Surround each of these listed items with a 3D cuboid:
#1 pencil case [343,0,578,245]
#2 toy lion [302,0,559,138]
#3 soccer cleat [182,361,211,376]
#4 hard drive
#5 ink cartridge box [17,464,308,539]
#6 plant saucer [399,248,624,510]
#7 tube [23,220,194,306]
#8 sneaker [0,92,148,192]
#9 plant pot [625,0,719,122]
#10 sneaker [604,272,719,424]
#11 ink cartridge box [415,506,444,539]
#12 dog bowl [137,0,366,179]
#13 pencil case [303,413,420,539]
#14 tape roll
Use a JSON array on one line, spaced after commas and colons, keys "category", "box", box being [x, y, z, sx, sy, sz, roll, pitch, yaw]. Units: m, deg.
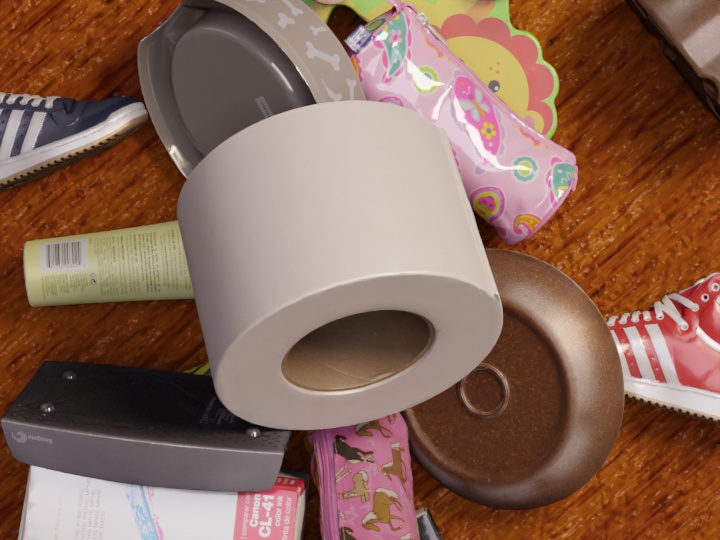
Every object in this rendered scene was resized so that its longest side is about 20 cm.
[{"category": "pencil case", "box": [0.069, -0.111, 1.340, 0.200, 0.087, 0.088, 43, 90, -6]}, {"category": "toy lion", "box": [0.053, -0.156, 1.400, 0.198, 0.069, 0.194, 0, 97, 1]}, {"category": "soccer cleat", "box": [-0.091, 0.083, 1.403, 0.198, 0.065, 0.084, -12, 59, 5]}, {"category": "hard drive", "box": [-0.145, 0.111, 1.303, 0.198, 0.135, 0.043, 6, 108, 3]}, {"category": "ink cartridge box", "box": [-0.141, 0.183, 1.350, 0.198, 0.148, 0.087, 8, 89, 0]}, {"category": "plant saucer", "box": [0.097, 0.086, 1.358, 0.199, 0.037, 0.203, 6, 103, 26]}, {"category": "tube", "box": [-0.159, -0.005, 1.406, 0.198, 0.052, 0.058, -6, 130, -2]}, {"category": "sneaker", "box": [-0.269, -0.122, 1.396, 0.198, 0.070, 0.109, -21, 91, 4]}, {"category": "plant pot", "box": [0.312, -0.211, 1.334, 0.198, 0.200, 0.201, -39, 89, 8]}, {"category": "sneaker", "box": [0.216, 0.042, 1.384, 0.198, 0.071, 0.114, 16, 88, 1]}, {"category": "ink cartridge box", "box": [-0.013, 0.272, 1.404, 0.199, 0.037, 0.095, -29, 89, 3]}, {"category": "dog bowl", "box": [-0.075, -0.124, 1.340, 0.059, 0.200, 0.200, -39, 88, -35]}, {"category": "pencil case", "box": [0.003, 0.186, 1.313, 0.082, 0.087, 0.201, -3, 45, -3]}, {"category": "tape roll", "box": [-0.016, 0.000, 1.238, 0.201, 0.203, 0.140, -17, 60, 1]}]
